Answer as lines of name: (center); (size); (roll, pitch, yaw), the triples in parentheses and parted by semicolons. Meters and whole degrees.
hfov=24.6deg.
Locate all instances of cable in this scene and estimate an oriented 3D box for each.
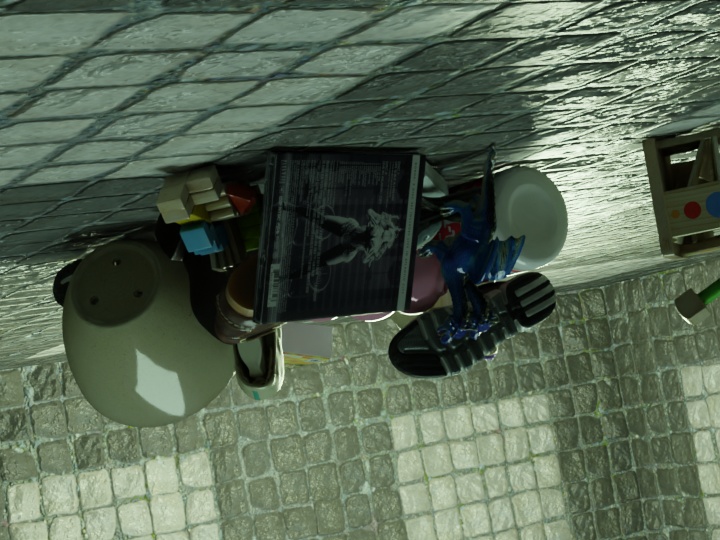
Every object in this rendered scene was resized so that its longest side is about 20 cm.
cable: (0.060, -0.067, 1.646); (0.199, 0.050, 0.097); (-24, 155, -36)

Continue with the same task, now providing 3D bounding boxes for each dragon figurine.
dragon figurine: (0.121, -0.022, 1.628); (0.059, 0.099, 0.201); (-7, 133, -52)

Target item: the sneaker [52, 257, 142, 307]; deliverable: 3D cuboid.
sneaker: (-0.258, 0.026, 1.914); (0.199, 0.074, 0.080); (1, 167, 8)

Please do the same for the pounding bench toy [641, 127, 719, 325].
pounding bench toy: (0.401, -0.051, 1.753); (0.155, 0.201, 0.124); (-11, 175, 18)

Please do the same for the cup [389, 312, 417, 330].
cup: (0.097, 0.006, 2.138); (0.199, 0.144, 0.200); (-10, 175, -1)

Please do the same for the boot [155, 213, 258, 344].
boot: (-0.086, 0.005, 1.653); (0.199, 0.187, 0.064); (5, 130, -41)

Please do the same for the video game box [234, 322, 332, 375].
video game box: (-0.165, 0.088, 1.966); (0.199, 0.047, 0.182); (9, 167, -35)

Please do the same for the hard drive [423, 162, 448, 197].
hard drive: (0.014, -0.080, 1.677); (0.131, 0.026, 0.200); (-11, 174, 9)

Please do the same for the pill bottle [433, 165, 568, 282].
pill bottle: (0.128, -0.042, 1.829); (0.112, 0.113, 0.200); (-6, 174, -35)

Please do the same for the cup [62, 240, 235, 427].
cup: (-0.237, 0.048, 1.761); (0.199, 0.201, 0.143); (-10, 151, 8)

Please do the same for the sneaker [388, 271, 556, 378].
sneaker: (0.113, 0.063, 1.820); (0.199, 0.075, 0.115); (-22, -176, -14)

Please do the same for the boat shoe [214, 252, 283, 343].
boat shoe: (-0.058, 0.002, 1.525); (0.200, 0.070, 0.070); (-29, 157, -36)

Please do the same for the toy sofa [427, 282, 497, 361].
toy sofa: (0.110, 0.018, 1.981); (0.097, 0.201, 0.083); (-5, 175, 3)

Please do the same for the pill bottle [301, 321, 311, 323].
pill bottle: (-0.063, 0.005, 1.979); (0.199, 0.114, 0.113); (-13, 174, 34)

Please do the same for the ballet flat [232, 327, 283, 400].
ballet flat: (-0.112, 0.035, 1.730); (0.069, 0.201, 0.069); (-7, 172, -1)

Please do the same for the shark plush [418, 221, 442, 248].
shark plush: (-0.007, -0.050, 1.680); (0.199, 0.091, 0.083); (23, 133, -41)

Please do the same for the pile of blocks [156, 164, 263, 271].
pile of blocks: (-0.115, -0.046, 1.482); (0.062, 0.083, 0.200); (-12, 174, 16)

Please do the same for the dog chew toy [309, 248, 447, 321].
dog chew toy: (0.000, 0.000, 1.808); (0.199, 0.125, 0.124); (7, -179, 20)

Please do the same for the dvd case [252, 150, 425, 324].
dvd case: (-0.016, -0.032, 1.478); (0.016, 0.150, 0.199); (13, -169, 41)
